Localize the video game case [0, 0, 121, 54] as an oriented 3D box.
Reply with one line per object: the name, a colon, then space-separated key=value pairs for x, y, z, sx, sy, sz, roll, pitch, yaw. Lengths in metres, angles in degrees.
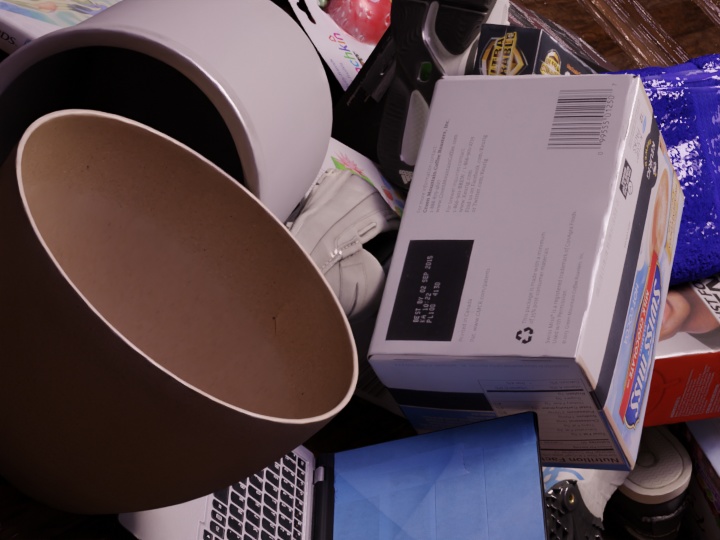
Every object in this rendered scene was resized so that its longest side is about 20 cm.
video game case: x=-0.145 y=-0.144 z=1.606 sx=0.182 sy=0.022 sz=0.200 roll=30 pitch=22 yaw=2

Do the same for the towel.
towel: x=0.217 y=-0.069 z=1.651 sx=0.199 sy=0.050 sz=0.148 roll=-10 pitch=79 yaw=-31

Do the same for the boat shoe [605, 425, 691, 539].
boat shoe: x=0.164 y=0.107 z=1.741 sx=0.068 sy=0.072 sz=0.200 roll=77 pitch=-14 yaw=-44

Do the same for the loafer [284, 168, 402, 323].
loafer: x=-0.018 y=0.002 z=1.455 sx=0.070 sy=0.070 sz=0.200 roll=29 pitch=32 yaw=2

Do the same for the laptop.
laptop: x=-0.013 y=0.104 z=1.338 sx=0.200 sy=0.116 sz=0.188 roll=38 pitch=22 yaw=-18

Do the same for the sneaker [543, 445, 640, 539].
sneaker: x=0.121 y=0.140 z=1.598 sx=0.200 sy=0.072 sz=0.072 roll=-47 pitch=129 yaw=-58

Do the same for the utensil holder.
utensil holder: x=-0.110 y=-0.068 z=1.400 sx=0.170 sy=0.170 sz=0.200 roll=44 pitch=20 yaw=-2

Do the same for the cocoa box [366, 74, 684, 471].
cocoa box: x=0.103 y=0.002 z=1.496 sx=0.131 sy=0.133 sz=0.201 roll=58 pitch=39 yaw=-51

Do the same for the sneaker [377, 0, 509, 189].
sneaker: x=0.074 y=-0.147 z=1.729 sx=0.075 sy=0.202 sz=0.115 roll=13 pitch=-1 yaw=29

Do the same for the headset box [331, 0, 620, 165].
headset box: x=0.079 y=-0.125 z=1.844 sx=0.200 sy=0.149 sz=0.077 roll=18 pitch=21 yaw=-47

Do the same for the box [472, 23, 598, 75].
box: x=0.121 y=-0.065 z=1.716 sx=0.046 sy=0.160 sz=0.200 roll=9 pitch=-6 yaw=25

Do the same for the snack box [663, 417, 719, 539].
snack box: x=0.233 y=0.113 z=1.749 sx=0.143 sy=0.053 sz=0.200 roll=77 pitch=-13 yaw=-54

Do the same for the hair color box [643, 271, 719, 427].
hair color box: x=0.186 y=0.046 z=1.636 sx=0.199 sy=0.061 sz=0.102 roll=-6 pitch=40 yaw=-26

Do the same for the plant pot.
plant pot: x=-0.120 y=0.039 z=1.228 sx=0.200 sy=0.135 sz=0.201 roll=33 pitch=27 yaw=-19

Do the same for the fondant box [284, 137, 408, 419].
fondant box: x=0.000 y=0.000 z=1.621 sx=0.144 sy=0.058 sz=0.200 roll=28 pitch=29 yaw=-37

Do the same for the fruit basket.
fruit basket: x=0.023 y=-0.193 z=1.957 sx=0.200 sy=0.094 sz=0.186 roll=13 pitch=38 yaw=-48
